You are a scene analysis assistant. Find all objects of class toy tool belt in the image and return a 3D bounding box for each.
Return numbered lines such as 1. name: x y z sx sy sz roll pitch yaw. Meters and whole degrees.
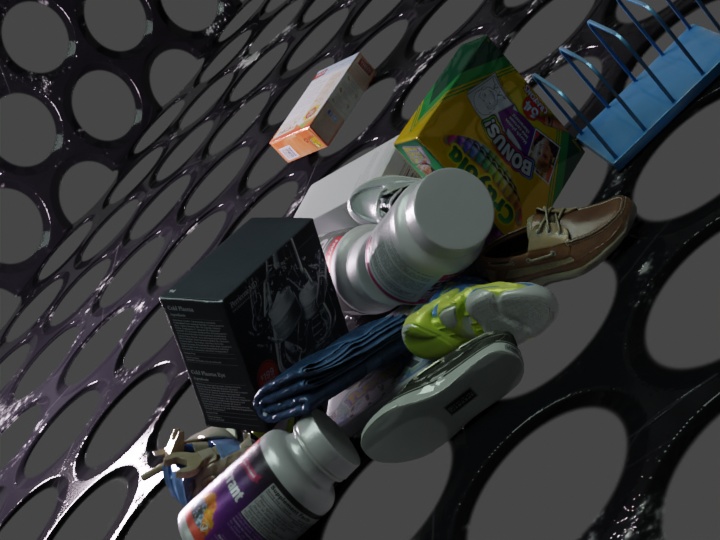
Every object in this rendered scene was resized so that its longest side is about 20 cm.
1. toy tool belt: -0.195 0.252 1.741 0.121 0.127 0.200 -9 3 -17

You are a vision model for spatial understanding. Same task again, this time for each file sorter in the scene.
1. file sorter: 0.320 -0.245 1.696 0.200 0.123 0.139 -44 20 5

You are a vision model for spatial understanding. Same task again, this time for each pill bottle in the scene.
1. pill bottle: -0.099 0.250 1.599 0.200 0.111 0.112 -42 21 9
2. pill bottle: 0.000 0.000 1.844 0.114 0.114 0.200 -52 15 -17
3. pill bottle: 0.079 -0.039 1.648 0.114 0.113 0.200 -53 1 -21

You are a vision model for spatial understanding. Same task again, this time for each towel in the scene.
1. towel: -0.029 0.108 1.650 0.111 0.049 0.199 -24 5 47

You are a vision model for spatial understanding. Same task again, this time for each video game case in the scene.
1. video game case: 0.039 0.104 1.730 0.199 0.022 0.183 -37 22 24

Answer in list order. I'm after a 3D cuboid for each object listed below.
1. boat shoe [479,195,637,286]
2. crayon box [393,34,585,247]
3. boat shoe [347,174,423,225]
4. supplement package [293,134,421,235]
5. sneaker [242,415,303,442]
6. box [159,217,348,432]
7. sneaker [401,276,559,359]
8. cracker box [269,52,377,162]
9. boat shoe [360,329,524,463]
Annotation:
1. boat shoe: 0.212 -0.032 1.577 0.199 0.072 0.076 -31 25 35
2. crayon box: 0.157 -0.145 1.713 0.058 0.200 0.173 -12 38 55
3. boat shoe: 0.057 -0.087 1.811 0.199 0.071 0.071 2 91 35
4. supplement package: 0.011 -0.080 1.996 0.199 0.117 0.118 -25 29 42
5. sneaker: -0.124 0.167 1.820 0.072 0.082 0.200 -62 19 8
6. box: -0.122 0.062 1.743 0.103 0.184 0.200 1 31 35
7. sneaker: 0.138 0.033 1.588 0.198 0.076 0.105 -13 28 34
8. cracker box: -0.068 -0.300 2.645 0.133 0.058 0.201 -15 37 53
9. boat shoe: 0.086 0.134 1.527 0.199 0.071 0.064 -32 23 12
